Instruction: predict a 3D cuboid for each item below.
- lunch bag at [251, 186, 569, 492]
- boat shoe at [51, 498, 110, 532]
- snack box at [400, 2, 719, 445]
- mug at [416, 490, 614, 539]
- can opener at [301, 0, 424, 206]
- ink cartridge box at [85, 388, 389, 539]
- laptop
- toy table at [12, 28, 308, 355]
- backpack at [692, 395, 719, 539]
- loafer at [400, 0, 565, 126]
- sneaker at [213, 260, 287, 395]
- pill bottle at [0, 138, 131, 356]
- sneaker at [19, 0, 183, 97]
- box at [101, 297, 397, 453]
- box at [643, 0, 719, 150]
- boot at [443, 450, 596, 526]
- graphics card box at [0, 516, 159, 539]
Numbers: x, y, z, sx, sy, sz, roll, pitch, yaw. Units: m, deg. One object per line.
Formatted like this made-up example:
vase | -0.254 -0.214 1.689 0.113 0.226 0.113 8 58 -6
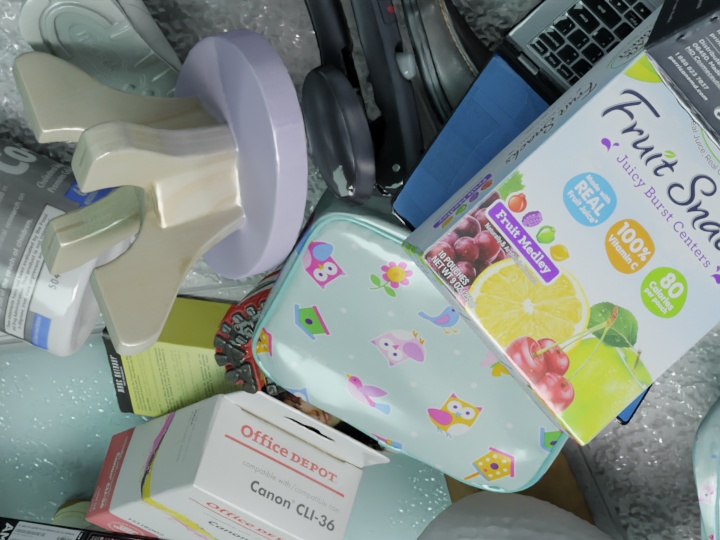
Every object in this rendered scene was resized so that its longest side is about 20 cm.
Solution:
lunch bag | 0.050 0.030 1.622 0.199 0.077 0.161 27 130 -2
boat shoe | -0.137 0.235 1.987 0.199 0.067 0.074 23 135 5
snack box | 0.142 -0.027 1.503 0.200 0.053 0.142 -42 105 -3
mug | 0.121 0.232 1.732 0.175 0.148 0.200 41 176 34
can opener | -0.004 -0.135 1.558 0.063 0.079 0.201 -10 84 8
ink cartridge box | -0.081 0.142 1.825 0.116 0.068 0.200 27 154 -22
laptop | 0.156 -0.059 1.533 0.187 0.116 0.200 42 118 -15
toy table | -0.114 -0.054 1.591 0.184 0.117 0.200 63 158 25
backpack | 0.273 0.154 1.673 0.126 0.167 0.201 6 125 27
loafer | 0.087 -0.093 1.608 0.072 0.073 0.200 -25 122 14
sneaker | 0.000 0.000 1.720 0.199 0.082 0.078 -24 109 20
pill bottle | -0.253 -0.033 1.774 0.199 0.114 0.114 23 135 4
sneaker | -0.145 -0.135 1.671 0.076 0.081 0.200 -19 143 5
box | -0.064 0.064 1.818 0.199 0.050 0.076 7 131 20
box | 0.261 -0.154 1.408 0.199 0.148 0.104 -27 115 39
boot | 0.124 0.125 1.779 0.174 0.066 0.201 3 131 35
graphics card box | -0.154 0.234 1.901 0.199 0.051 0.126 3 137 29
